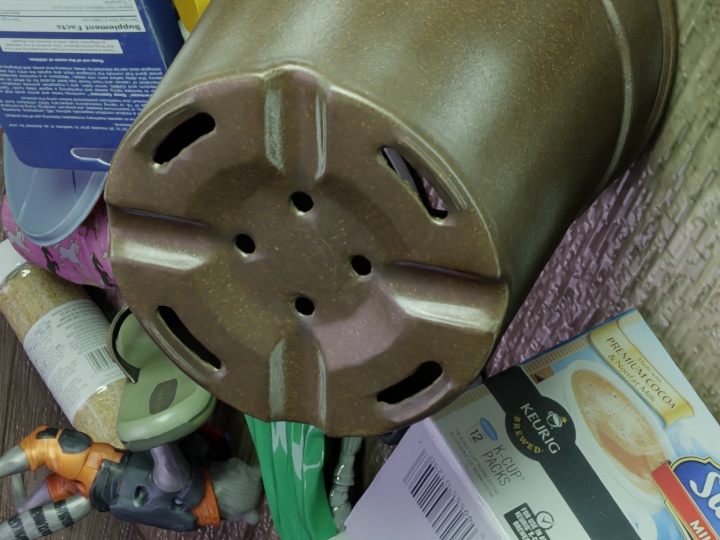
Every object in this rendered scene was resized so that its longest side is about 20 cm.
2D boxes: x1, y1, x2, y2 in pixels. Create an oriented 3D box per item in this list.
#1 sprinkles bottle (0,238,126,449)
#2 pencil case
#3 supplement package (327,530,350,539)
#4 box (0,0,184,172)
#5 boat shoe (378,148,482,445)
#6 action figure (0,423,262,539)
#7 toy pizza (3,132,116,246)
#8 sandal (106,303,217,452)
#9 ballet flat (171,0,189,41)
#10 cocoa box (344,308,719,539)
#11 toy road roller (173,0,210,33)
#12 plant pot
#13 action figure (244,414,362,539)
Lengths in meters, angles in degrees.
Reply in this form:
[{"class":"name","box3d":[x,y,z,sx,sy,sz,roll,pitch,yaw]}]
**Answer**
[{"class":"sprinkles bottle","box3d":[-0.214,0.062,1.401,0.200,0.068,0.068,53,149,24]},{"class":"pencil case","box3d":[-0.169,-0.035,1.241,0.200,0.083,0.087,11,134,57]},{"class":"supplement package","box3d":[0.022,0.225,1.064,0.117,0.117,0.200,53,149,22]},{"class":"box","box3d":[-0.158,-0.131,0.996,0.120,0.033,0.201,4,139,17]},{"class":"boat shoe","box3d":[-0.001,0.001,0.991,0.074,0.066,0.200,-9,102,61]},{"class":"action figure","box3d":[-0.158,0.156,1.283,0.200,0.192,0.105,75,-163,-56]},{"class":"toy pizza","box3d":[-0.176,-0.113,1.178,0.200,0.032,0.202,-27,58,53]},{"class":"sandal","box3d":[-0.125,0.046,1.171,0.058,0.079,0.201,61,-176,-20]},{"class":"ballet flat","box3d":[-0.079,-0.142,1.024,0.076,0.064,0.200,55,149,15]},{"class":"cocoa box","box3d":[0.110,0.147,0.839,0.201,0.131,0.134,56,150,18]},{"class":"toy road roller","box3d":[-0.058,-0.209,0.890,0.146,0.122,0.201,-179,68,-75]},{"class":"plant pot","box3d":[0.008,-0.052,0.718,0.199,0.199,0.201,10,126,14]},{"class":"action figure","box3d":[-0.036,0.107,1.143,0.118,0.054,0.201,16,120,53]}]
